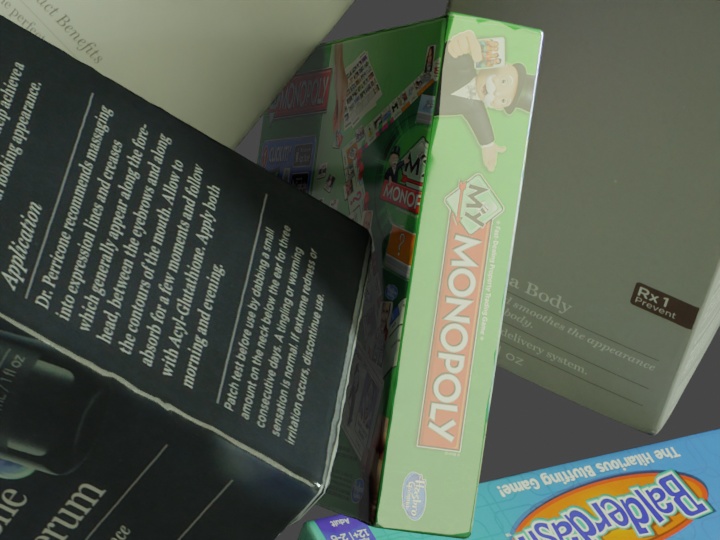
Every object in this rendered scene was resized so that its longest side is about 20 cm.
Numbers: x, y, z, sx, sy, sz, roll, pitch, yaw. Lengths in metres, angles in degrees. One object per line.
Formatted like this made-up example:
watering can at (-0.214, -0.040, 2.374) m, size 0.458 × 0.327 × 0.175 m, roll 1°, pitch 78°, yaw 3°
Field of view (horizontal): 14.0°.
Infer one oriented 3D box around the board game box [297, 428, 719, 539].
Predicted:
board game box at (0.055, 0.122, 0.929) m, size 0.200 × 0.045 × 0.152 m, roll -10°, pitch 142°, yaw -30°

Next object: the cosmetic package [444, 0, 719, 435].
cosmetic package at (0.081, -0.057, 0.880) m, size 0.090 × 0.107 × 0.200 m, roll -55°, pitch 164°, yaw -38°

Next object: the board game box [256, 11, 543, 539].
board game box at (0.000, 0.000, 0.846) m, size 0.029 × 0.200 × 0.135 m, roll 9°, pitch 89°, yaw -15°

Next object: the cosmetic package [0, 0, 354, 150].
cosmetic package at (-0.075, -0.079, 0.868) m, size 0.102 × 0.074 × 0.200 m, roll 48°, pitch 67°, yaw -25°

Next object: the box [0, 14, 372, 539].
box at (-0.122, 0.019, 0.758) m, size 0.200 × 0.148 × 0.107 m, roll 30°, pitch 37°, yaw -15°
